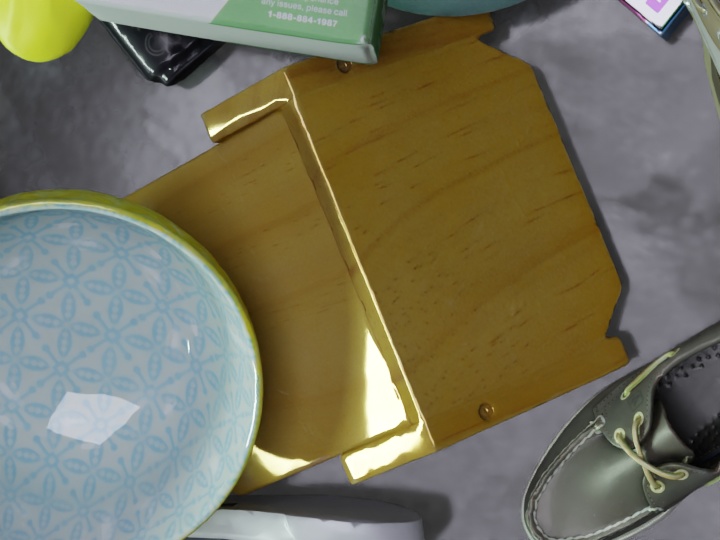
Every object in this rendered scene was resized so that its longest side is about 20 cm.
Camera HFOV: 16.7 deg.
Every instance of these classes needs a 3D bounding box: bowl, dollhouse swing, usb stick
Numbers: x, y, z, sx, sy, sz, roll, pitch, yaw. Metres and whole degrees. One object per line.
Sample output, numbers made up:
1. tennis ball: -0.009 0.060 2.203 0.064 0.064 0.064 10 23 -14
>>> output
1. bowl: -0.145 0.042 1.246 0.198 0.108 0.202 0 110 1
2. dollhouse swing: 0.000 0.000 1.282 0.181 0.176 0.201 -21 86 -30
3. usb stick: -0.148 -0.187 1.308 0.055 0.033 0.200 -38 84 0

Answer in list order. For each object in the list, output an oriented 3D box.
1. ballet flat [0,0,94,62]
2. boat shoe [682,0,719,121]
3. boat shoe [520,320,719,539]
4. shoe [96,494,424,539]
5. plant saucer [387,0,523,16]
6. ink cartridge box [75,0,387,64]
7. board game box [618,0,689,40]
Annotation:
1. ballet flat: -0.145 -0.205 1.209 0.066 0.067 0.201 14 82 -4
2. boat shoe: 0.179 -0.149 1.151 0.074 0.068 0.201 -18 73 -15
3. boat shoe: 0.160 0.076 1.237 0.201 0.060 0.072 -38 84 10
4. shoe: -0.062 0.167 1.284 0.199 0.071 0.092 0 93 17
5. plant saucer: 0.043 -0.228 1.219 0.198 0.036 0.202 0 89 11
6. ink cartridge box: -0.047 -0.210 1.166 0.144 0.088 0.202 9 89 5
7. board game box: 0.126 -0.239 1.245 0.200 0.040 0.153 41 99 8
